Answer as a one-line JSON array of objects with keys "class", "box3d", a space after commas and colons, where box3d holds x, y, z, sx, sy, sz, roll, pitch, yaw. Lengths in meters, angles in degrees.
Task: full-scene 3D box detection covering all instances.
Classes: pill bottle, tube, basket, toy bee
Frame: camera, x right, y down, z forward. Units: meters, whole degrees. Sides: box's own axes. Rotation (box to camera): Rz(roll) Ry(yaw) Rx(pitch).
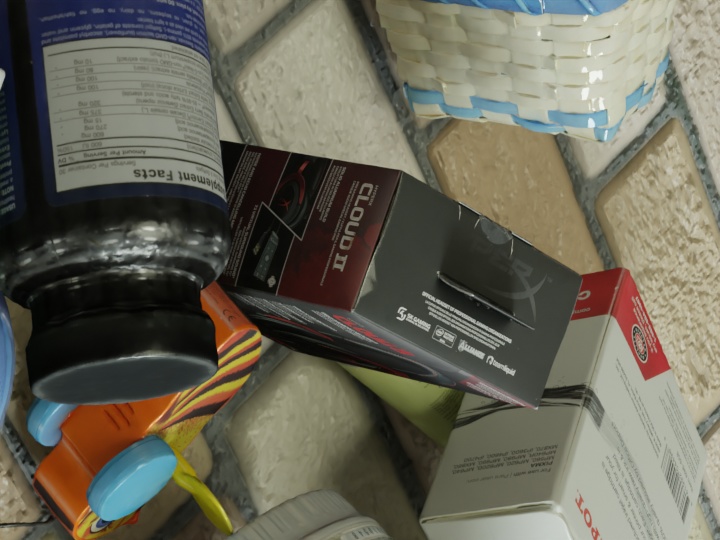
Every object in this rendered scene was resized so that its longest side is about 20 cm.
[{"class": "pill bottle", "box3d": [-0.117, -0.047, 1.187, 0.111, 0.111, 0.202, 8, 69, -45]}, {"class": "tube", "box3d": [0.054, 0.073, 1.474, 0.058, 0.052, 0.200, -43, 137, 9]}, {"class": "basket", "box3d": [0.084, -0.178, 1.371, 0.139, 0.175, 0.201, -50, 143, -44]}, {"class": "toy bee", "box3d": [-0.123, 0.084, 1.274, 0.132, 0.199, 0.109, 69, 12, 15]}]

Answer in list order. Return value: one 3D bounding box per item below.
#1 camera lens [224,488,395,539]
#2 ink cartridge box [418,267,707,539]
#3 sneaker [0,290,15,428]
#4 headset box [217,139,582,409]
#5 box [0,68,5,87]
[{"class": "camera lens", "box3d": [-0.002, 0.228, 1.271, 0.160, 0.200, 0.160, -36, 161, -15]}, {"class": "ink cartridge box", "box3d": [0.116, 0.119, 1.433, 0.145, 0.083, 0.201, 64, 29, -29]}, {"class": "sneaker", "box3d": [-0.207, 0.074, 1.180, 0.082, 0.073, 0.202, -6, 102, -69]}, {"class": "headset box", "box3d": [0.000, 0.000, 1.296, 0.148, 0.199, 0.076, 28, 78, -44]}, {"class": "box", "box3d": [-0.269, -0.027, 1.098, 0.176, 0.096, 0.201, 24, 81, -44]}]
